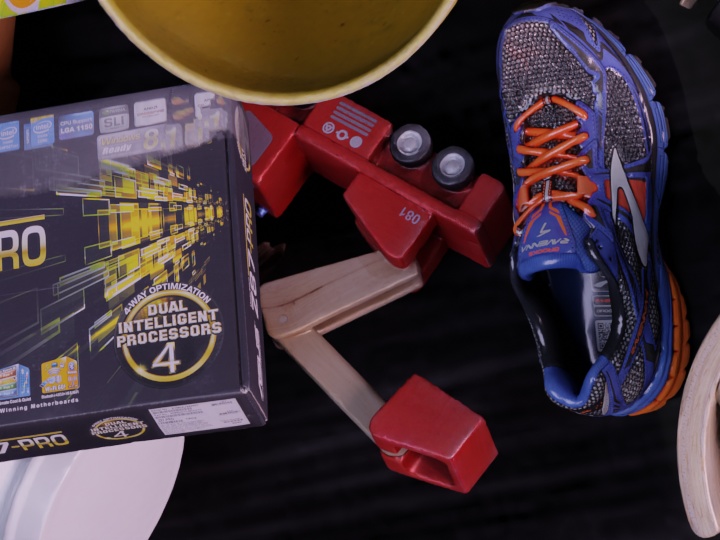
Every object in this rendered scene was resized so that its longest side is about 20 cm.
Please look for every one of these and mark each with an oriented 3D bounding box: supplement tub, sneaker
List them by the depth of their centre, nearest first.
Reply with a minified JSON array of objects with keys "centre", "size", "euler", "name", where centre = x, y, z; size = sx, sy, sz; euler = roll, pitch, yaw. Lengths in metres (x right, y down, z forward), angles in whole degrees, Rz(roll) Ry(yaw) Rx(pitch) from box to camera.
[{"centre":[0.101,-0.025,1.369],"size":[0.075,0.078,0.201],"euler":[-12,95,32],"name":"sneaker"},{"centre":[-0.201,0.072,1.480],"size":[0.200,0.144,0.145],"euler":[26,113,22],"name":"supplement tub"}]

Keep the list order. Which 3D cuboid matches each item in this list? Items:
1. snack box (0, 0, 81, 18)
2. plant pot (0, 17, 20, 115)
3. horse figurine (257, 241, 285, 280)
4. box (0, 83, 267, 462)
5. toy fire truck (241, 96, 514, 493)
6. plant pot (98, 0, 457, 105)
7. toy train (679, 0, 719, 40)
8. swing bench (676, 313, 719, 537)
[{"centre":[-0.132,-0.215,1.394],"size":[0.067,0.200,0.169],"euler":[13,109,28],"name":"snack box"},{"centre":[-0.254,-0.150,1.500],"size":[0.200,0.200,0.141],"euler":[21,96,26],"name":"plant pot"},{"centre":[-0.132,-0.014,1.499],"size":[0.199,0.133,0.050],"euler":[12,99,8],"name":"horse figurine"},{"centre":[-0.146,0.005,1.390],"size":[0.199,0.049,0.162],"euler":[-8,64,9],"name":"box"},{"centre":[0.000,0.000,1.409],"size":[0.200,0.049,0.141],"euler":[29,76,22],"name":"toy fire truck"},{"centre":[-0.019,-0.188,1.357],"size":[0.199,0.142,0.201],"euler":[5,107,18],"name":"plant pot"},{"centre":[0.132,-0.148,1.340],"size":[0.200,0.046,0.034],"euler":[43,119,16],"name":"toy train"},{"centre":[0.239,0.079,1.238],"size":[0.200,0.199,0.130],"euler":[50,121,12],"name":"swing bench"}]
